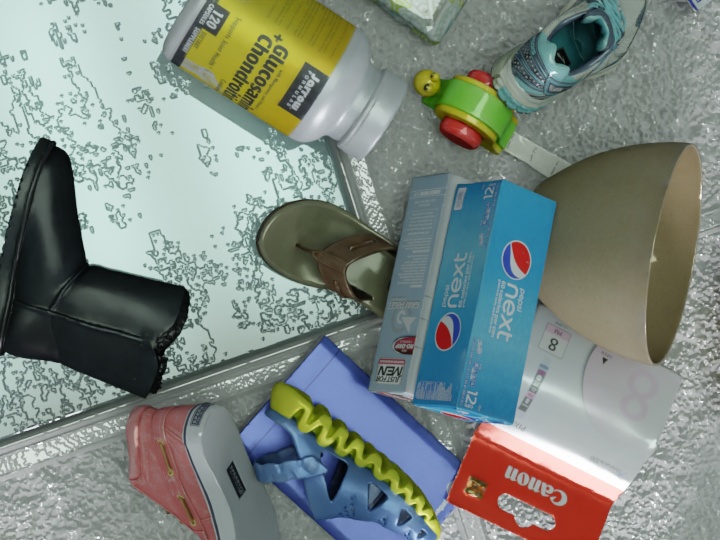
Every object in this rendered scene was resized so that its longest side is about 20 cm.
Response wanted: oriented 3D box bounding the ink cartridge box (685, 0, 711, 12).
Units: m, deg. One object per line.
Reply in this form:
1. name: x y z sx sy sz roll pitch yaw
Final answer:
1. ink cartridge box: 0.338 -0.378 1.369 0.200 0.041 0.200 -34 97 -8

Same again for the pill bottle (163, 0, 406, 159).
1. pill bottle: -0.063 -0.184 1.252 0.199 0.112 0.112 32 85 -10

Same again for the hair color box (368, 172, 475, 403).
1. hair color box: 0.080 0.023 1.288 0.099 0.061 0.201 19 77 -33

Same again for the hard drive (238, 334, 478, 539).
1. hard drive: -0.005 0.176 1.323 0.200 0.025 0.132 43 83 -9

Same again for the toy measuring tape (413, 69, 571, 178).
1. toy measuring tape: 0.137 -0.129 1.321 0.199 0.074 0.074 30 86 -10

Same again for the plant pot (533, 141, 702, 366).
1. plant pot: 0.220 -0.024 1.296 0.134 0.200 0.201 10 89 22

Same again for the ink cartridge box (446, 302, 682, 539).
1. ink cartridge box: 0.192 0.155 1.337 0.162 0.057 0.201 26 73 -11

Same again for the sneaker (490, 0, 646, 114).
1. sneaker: 0.211 -0.212 1.304 0.200 0.086 0.078 -41 97 -32

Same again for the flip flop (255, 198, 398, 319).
1. flip flop: 0.000 0.000 1.302 0.199 0.058 0.081 31 90 -13

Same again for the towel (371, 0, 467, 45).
1. towel: 0.035 -0.333 1.310 0.200 0.048 0.172 34 88 -10

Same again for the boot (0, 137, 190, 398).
1. boot: -0.228 0.000 1.248 0.167 0.076 0.201 14 96 -7

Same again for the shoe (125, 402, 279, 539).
1. shoe: -0.141 0.203 1.280 0.091 0.072 0.201 0 122 29

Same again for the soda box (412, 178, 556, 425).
1. soda box: 0.107 0.028 1.231 0.068 0.064 0.201 19 78 -33

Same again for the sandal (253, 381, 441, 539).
1. sandal: -0.017 0.188 1.274 0.200 0.079 0.087 37 88 -1
